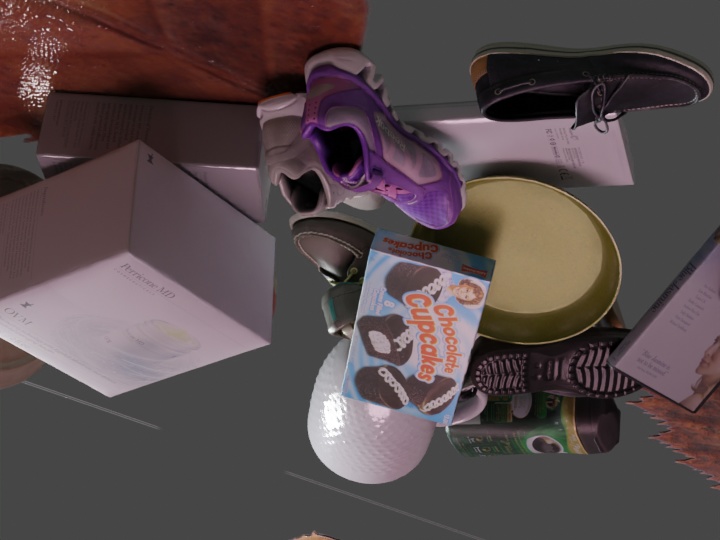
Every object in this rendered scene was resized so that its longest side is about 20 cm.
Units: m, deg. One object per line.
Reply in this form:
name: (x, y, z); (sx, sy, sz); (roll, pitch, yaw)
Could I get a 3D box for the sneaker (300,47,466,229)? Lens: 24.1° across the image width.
sneaker: (0.013, -0.094, 1.449); (0.080, 0.089, 0.200); (-17, 130, 37)

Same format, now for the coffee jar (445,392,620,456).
coffee jar: (0.207, 0.172, 2.013); (0.200, 0.085, 0.104); (-3, 151, 19)

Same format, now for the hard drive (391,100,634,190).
hard drive: (0.137, -0.111, 1.510); (0.200, 0.026, 0.132); (-2, 153, 16)

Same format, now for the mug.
mug: (0.045, 0.142, 1.923); (0.200, 0.148, 0.175); (3, 149, -6)

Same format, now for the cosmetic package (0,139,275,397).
cosmetic package: (-0.214, 0.005, 1.530); (0.200, 0.123, 0.199); (-20, 144, 29)

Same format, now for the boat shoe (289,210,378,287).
boat shoe: (0.002, -0.001, 1.727); (0.072, 0.060, 0.202); (-16, 147, 37)

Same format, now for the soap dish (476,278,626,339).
soap dish: (0.177, 0.023, 1.715); (0.157, 0.081, 0.200); (-4, 153, 20)

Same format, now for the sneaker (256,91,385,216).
sneaker: (-0.036, -0.082, 1.524); (0.076, 0.092, 0.200); (-9, 157, 27)

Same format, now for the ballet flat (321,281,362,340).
ballet flat: (0.042, 0.071, 1.728); (0.200, 0.064, 0.067); (23, 133, -35)

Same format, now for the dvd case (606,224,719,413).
dvd case: (0.348, 0.041, 1.650); (0.143, 0.018, 0.200); (28, 106, -38)

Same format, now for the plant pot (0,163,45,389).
plant pot: (-0.374, -0.009, 1.677); (0.200, 0.200, 0.174); (16, 136, -19)

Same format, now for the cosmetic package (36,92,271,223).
cosmetic package: (-0.185, -0.103, 1.543); (0.200, 0.071, 0.101); (5, 153, 3)

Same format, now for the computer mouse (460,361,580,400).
computer mouse: (0.180, 0.093, 1.848); (0.200, 0.139, 0.053); (6, 119, -13)

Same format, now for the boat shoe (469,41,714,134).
boat shoe: (0.189, -0.147, 1.386); (0.200, 0.062, 0.075); (3, 152, 3)

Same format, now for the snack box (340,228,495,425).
snack box: (0.053, 0.057, 1.619); (0.116, 0.037, 0.200); (15, 132, 4)

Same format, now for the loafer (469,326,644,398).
loafer: (0.201, 0.078, 1.673); (0.200, 0.071, 0.073); (2, 121, -13)

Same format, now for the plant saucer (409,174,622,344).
plant saucer: (0.145, -0.015, 1.574); (0.200, 0.031, 0.200); (8, 131, 10)

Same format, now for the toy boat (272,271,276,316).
toy boat: (-0.188, 0.032, 1.754); (0.200, 0.131, 0.131); (6, 155, 1)
